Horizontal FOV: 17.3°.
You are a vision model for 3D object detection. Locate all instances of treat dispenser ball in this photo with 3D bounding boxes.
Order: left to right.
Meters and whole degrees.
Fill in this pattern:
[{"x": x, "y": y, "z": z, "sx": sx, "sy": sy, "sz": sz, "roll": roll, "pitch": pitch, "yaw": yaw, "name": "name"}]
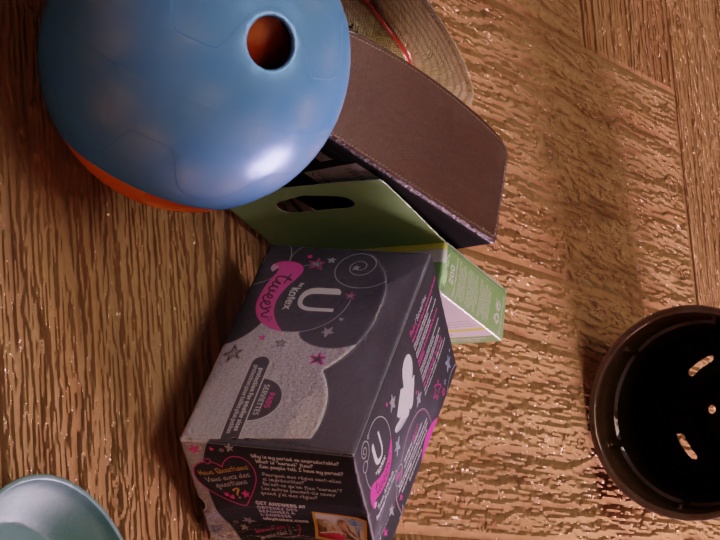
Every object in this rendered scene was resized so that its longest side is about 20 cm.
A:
[{"x": -0.106, "y": -0.138, "z": 1.507, "sx": 0.201, "sy": 0.200, "sz": 0.202, "roll": 30, "pitch": 55, "yaw": -56, "name": "treat dispenser ball"}]

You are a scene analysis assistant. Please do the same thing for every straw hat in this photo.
[{"x": -0.008, "y": -0.181, "z": 1.822, "sx": 0.085, "sy": 0.201, "sz": 0.202, "roll": -39, "pitch": 126, "yaw": -10, "name": "straw hat"}]

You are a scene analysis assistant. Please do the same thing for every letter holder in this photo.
[{"x": 0.010, "y": -0.116, "z": 1.686, "sx": 0.200, "sy": 0.100, "sz": 0.143, "roll": 31, "pitch": 62, "yaw": -41, "name": "letter holder"}]

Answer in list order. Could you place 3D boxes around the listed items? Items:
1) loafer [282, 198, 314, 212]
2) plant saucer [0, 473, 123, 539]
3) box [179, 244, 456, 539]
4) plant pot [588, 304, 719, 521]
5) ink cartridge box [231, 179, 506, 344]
[{"x": -0.049, "y": -0.111, "z": 1.754, "sx": 0.200, "sy": 0.062, "sz": 0.072, "roll": 57, "pitch": 34, "yaw": -36, "name": "loafer"}, {"x": -0.193, "y": 0.222, "z": 1.397, "sx": 0.200, "sy": 0.036, "sz": 0.202, "roll": 28, "pitch": 57, "yaw": -57, "name": "plant saucer"}, {"x": -0.027, "y": 0.088, "z": 1.633, "sx": 0.201, "sy": 0.131, "sz": 0.115, "roll": -66, "pitch": 152, "yaw": -45, "name": "box"}, {"x": 0.342, "y": 0.140, "z": 2.292, "sx": 0.198, "sy": 0.199, "sz": 0.202, "roll": 12, "pitch": 70, "yaw": -69, "name": "plant pot"}, {"x": 0.000, "y": 0.000, "z": 1.719, "sx": 0.200, "sy": 0.145, "sz": 0.048, "roll": 37, "pitch": 55, "yaw": -52, "name": "ink cartridge box"}]
